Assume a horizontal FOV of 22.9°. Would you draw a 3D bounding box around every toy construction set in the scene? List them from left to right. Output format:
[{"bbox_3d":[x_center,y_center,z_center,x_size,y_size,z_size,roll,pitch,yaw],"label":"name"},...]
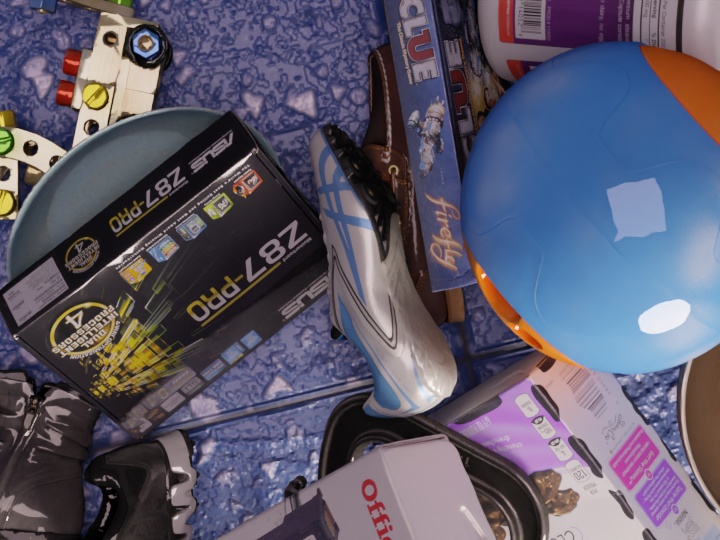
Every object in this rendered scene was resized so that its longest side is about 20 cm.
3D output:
[{"bbox_3d":[-0.201,-0.126,1.211,0.130,0.092,0.202,11,103,-1],"label":"toy construction set"}]

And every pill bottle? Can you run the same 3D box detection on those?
[{"bbox_3d":[0.184,-0.174,1.165,0.198,0.112,0.114,8,93,24],"label":"pill bottle"}]

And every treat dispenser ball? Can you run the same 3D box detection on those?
[{"bbox_3d":[0.160,-0.038,1.083,0.199,0.201,0.203,0,92,-1],"label":"treat dispenser ball"}]

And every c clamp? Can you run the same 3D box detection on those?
[{"bbox_3d":[0.033,0.170,1.196,0.199,0.027,0.172,21,115,25],"label":"c clamp"}]

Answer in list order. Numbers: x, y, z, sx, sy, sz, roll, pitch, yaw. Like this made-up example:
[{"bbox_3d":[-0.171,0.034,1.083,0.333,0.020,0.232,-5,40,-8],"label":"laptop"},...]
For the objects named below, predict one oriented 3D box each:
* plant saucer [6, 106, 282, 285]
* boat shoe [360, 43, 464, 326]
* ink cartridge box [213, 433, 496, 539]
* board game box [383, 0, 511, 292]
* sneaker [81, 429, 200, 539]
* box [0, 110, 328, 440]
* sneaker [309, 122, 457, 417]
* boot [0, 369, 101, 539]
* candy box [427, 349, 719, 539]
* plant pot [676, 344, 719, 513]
[{"bbox_3d":[-0.147,-0.035,1.192,0.200,0.201,0.039,-37,50,1],"label":"plant saucer"},{"bbox_3d":[0.023,-0.055,1.220,0.070,0.070,0.202,-9,93,-4],"label":"boat shoe"},{"bbox_3d":[-0.009,0.214,1.144,0.199,0.084,0.146,-33,71,31],"label":"ink cartridge box"},{"bbox_3d":[0.069,-0.094,1.187,0.034,0.135,0.202,-8,93,24],"label":"board game box"},{"bbox_3d":[-0.155,0.213,1.221,0.090,0.066,0.202,-3,89,-25],"label":"sneaker"},{"bbox_3d":[-0.120,0.007,1.183,0.199,0.161,0.049,-37,53,1],"label":"box"},{"bbox_3d":[0.000,0.000,1.157,0.072,0.072,0.202,-24,76,20],"label":"sneaker"},{"bbox_3d":[-0.282,0.130,1.234,0.198,0.070,0.133,6,89,-12],"label":"boot"},{"bbox_3d":[0.135,0.164,1.186,0.201,0.071,0.167,52,134,-2],"label":"candy box"},{"bbox_3d":[0.301,0.083,1.198,0.198,0.134,0.203,0,93,-1],"label":"plant pot"}]
